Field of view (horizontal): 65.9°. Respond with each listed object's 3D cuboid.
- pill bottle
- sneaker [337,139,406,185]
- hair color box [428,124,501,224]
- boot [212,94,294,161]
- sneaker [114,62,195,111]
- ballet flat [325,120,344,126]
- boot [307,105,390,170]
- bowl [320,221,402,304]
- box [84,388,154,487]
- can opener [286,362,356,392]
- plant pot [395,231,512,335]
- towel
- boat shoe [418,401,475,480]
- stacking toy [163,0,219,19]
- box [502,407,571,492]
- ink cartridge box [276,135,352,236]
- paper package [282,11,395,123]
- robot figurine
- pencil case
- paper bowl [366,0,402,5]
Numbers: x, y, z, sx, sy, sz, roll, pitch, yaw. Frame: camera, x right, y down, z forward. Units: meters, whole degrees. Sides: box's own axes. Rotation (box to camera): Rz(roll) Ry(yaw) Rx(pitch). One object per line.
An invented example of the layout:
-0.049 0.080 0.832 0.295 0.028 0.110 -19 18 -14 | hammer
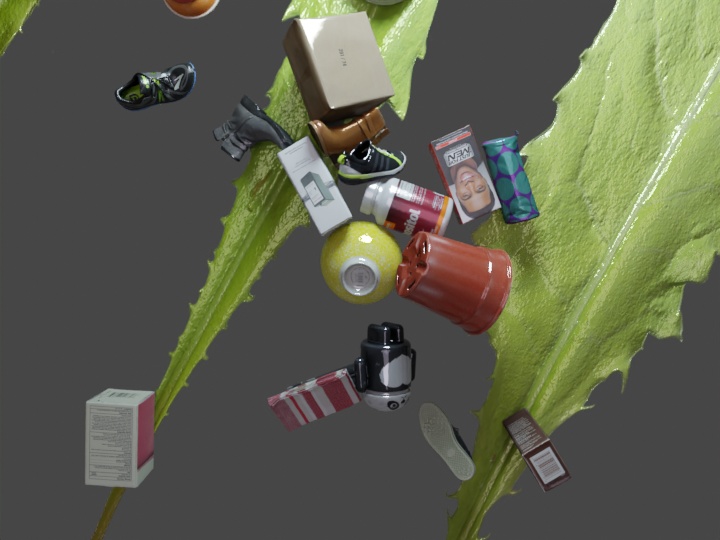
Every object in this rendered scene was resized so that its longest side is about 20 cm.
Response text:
0.104 -0.143 1.274 0.197 0.113 0.115 19 95 1 | pill bottle
0.031 -0.251 1.237 0.071 0.199 0.084 30 132 36 | sneaker
0.241 -0.220 1.290 0.100 0.061 0.202 -23 94 2 | hair color box
-0.245 -0.299 1.277 0.132 0.070 0.200 -48 61 6 | boot
-0.473 -0.423 1.282 0.197 0.083 0.072 -19 94 3 | sneaker
-0.099 -0.407 1.283 0.067 0.064 0.202 -24 94 6 | ballet flat
-0.023 -0.313 1.229 0.154 0.200 0.074 -35 70 8 | boot
0.000 0.000 1.263 0.197 0.108 0.203 1 113 3 | bowl
-0.576 0.400 1.336 0.126 0.109 0.203 3 95 1 | box
-0.089 0.281 1.334 0.197 0.067 0.054 -21 94 7 | can opener
0.193 0.017 1.214 0.193 0.201 0.203 19 95 -18 | plant pot
-0.105 0.312 1.316 0.197 0.023 0.145 -22 136 1 | towel
0.207 0.410 1.342 0.074 0.062 0.201 -37 78 9 | boat shoe
-0.393 -0.651 1.203 0.144 0.200 0.149 0 95 1 | stacking toy
0.395 0.402 1.265 0.074 0.200 0.101 -32 93 6 | box
-0.098 -0.186 1.260 0.083 0.146 0.202 -28 94 2 | ink cartridge box
-0.047 -0.446 1.223 0.189 0.103 0.203 -22 93 -30 | paper package
0.060 0.226 1.297 0.148 0.125 0.204 0 94 1 | robot figurine
0.347 -0.209 1.276 0.084 0.092 0.203 -14 96 36 | pencil case
0.055 -0.713 1.236 0.197 0.104 0.204 0 94 0 | paper bowl
